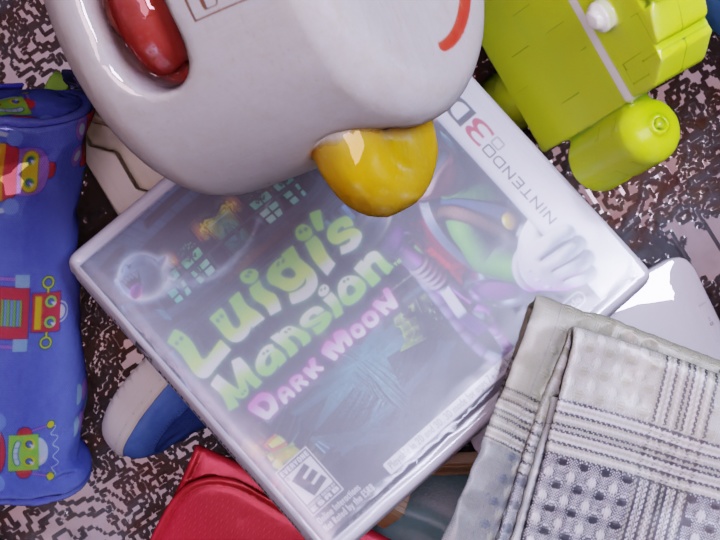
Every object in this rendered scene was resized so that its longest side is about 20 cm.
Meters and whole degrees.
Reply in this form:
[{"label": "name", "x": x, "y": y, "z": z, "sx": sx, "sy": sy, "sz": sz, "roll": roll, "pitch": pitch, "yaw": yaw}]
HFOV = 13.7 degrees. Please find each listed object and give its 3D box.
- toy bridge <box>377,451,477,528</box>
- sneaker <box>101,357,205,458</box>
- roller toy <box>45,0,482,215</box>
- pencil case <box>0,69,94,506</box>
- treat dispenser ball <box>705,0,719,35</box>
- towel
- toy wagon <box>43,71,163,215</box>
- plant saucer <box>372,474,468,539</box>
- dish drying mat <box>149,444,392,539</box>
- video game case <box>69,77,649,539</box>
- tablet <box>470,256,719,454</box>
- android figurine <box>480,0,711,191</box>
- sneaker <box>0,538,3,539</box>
[{"label": "toy bridge", "x": 0.099, "y": 0.126, "z": 1.418, "sx": 0.199, "sy": 0.027, "sz": 0.067, "roll": 26, "pitch": 61, "yaw": -10}, {"label": "sneaker", "x": -0.018, "y": 0.051, "z": 1.412, "sx": 0.200, "sy": 0.077, "sz": 0.111, "roll": -37, "pitch": 80, "yaw": -2}, {"label": "roller toy", "x": -0.036, "y": -0.134, "z": 1.268, "sx": 0.139, "sy": 0.182, "sz": 0.201, "roll": -20, "pitch": 50, "yaw": 29}, {"label": "pencil case", "x": -0.164, "y": 0.007, "z": 1.401, "sx": 0.078, "sy": 0.087, "sz": 0.201, "roll": -2, "pitch": 108, "yaw": -13}, {"label": "treat dispenser ball", "x": 0.215, "y": -0.187, "z": 1.326, "sx": 0.200, "sy": 0.201, "sz": 0.202, "roll": 0, "pitch": 92, "yaw": 4}, {"label": "towel", "x": 0.132, "y": 0.131, "z": 1.307, "sx": 0.199, "sy": 0.035, "sz": 0.194, "roll": 19, "pitch": 89, "yaw": -5}, {"label": "toy wagon", "x": -0.074, "y": -0.072, "z": 1.431, "sx": 0.154, "sy": 0.040, "sz": 0.201, "roll": 15, "pitch": 94, "yaw": 3}, {"label": "plant saucer", "x": 0.007, "y": 0.181, "z": 1.437, "sx": 0.199, "sy": 0.036, "sz": 0.201, "roll": 0, "pitch": 93, "yaw": 4}, {"label": "dish drying mat", "x": -0.004, "y": 0.159, "z": 1.405, "sx": 0.199, "sy": 0.018, "sz": 0.077, "roll": 27, "pitch": 105, "yaw": 1}, {"label": "video game case", "x": 0.000, "y": 0.000, "z": 1.364, "sx": 0.200, "sy": 0.023, "sz": 0.182, "roll": -41, "pitch": 82, "yaw": -12}, {"label": "tablet", "x": 0.138, "y": 0.109, "z": 1.390, "sx": 0.130, "sy": 0.014, "sz": 0.201, "roll": -27, "pitch": 94, "yaw": -6}, {"label": "android figurine", "x": 0.088, "y": -0.126, "z": 1.344, "sx": 0.041, "sy": 0.200, "sz": 0.183, "roll": -29, "pitch": 91, "yaw": -25}, {"label": "sneaker", "x": -0.204, "y": 0.162, "z": 1.441, "sx": 0.200, "sy": 0.074, "sz": 0.080, "roll": 35, "pitch": 108, "yaw": 6}]
